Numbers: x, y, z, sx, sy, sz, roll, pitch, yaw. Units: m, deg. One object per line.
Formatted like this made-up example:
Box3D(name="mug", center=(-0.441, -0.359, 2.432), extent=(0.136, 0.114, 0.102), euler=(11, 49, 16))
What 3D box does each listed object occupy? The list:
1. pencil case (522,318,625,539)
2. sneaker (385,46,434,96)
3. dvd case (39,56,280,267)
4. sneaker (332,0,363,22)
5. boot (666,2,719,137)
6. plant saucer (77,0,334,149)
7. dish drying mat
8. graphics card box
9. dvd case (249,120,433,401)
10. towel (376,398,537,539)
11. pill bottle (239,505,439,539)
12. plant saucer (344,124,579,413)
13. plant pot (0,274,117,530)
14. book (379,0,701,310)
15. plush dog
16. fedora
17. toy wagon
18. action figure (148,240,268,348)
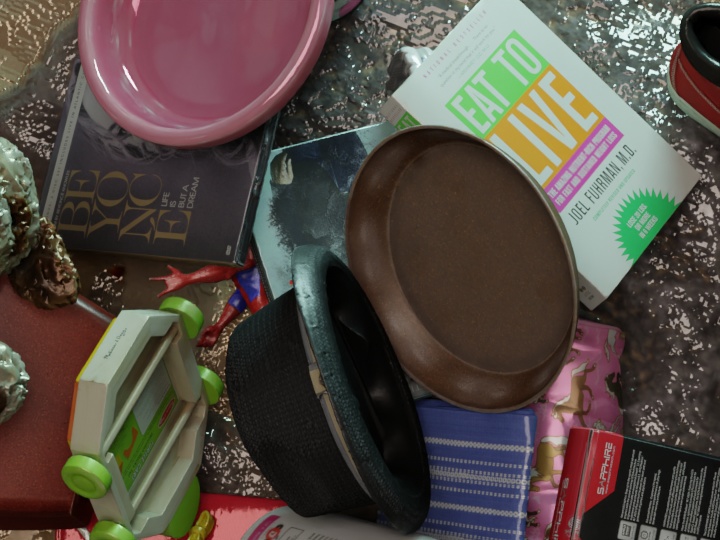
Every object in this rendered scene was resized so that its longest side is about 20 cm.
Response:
Box3D(name="pencil case", center=(0.135, 0.129, 1.347), extent=(0.082, 0.086, 0.202), euler=(0, 81, 40))
Box3D(name="sneaker", center=(0.084, -0.071, 1.378), extent=(0.081, 0.075, 0.202), euler=(-10, 77, -20))
Box3D(name="dvd case", center=(-0.148, -0.082, 1.400), extent=(0.199, 0.016, 0.150), euler=(5, 77, 36))
Box3D(name="sneaker", center=(-0.057, -0.284, 1.425), extent=(0.080, 0.086, 0.201), euler=(-35, 79, 1))
Box3D(name="boot", center=(0.298, -0.105, 1.319), extent=(0.199, 0.144, 0.073), euler=(34, 84, 9))
Box3D(name="plant saucer", center=(-0.102, -0.179, 1.352), extent=(0.199, 0.051, 0.203), euler=(-7, 75, 25))
Box3D(name="dish drying mat", center=(-0.126, 0.199, 1.408), extent=(0.198, 0.018, 0.078), euler=(4, 82, 9))
Box3D(name="graphics card box", center=(0.223, 0.185, 1.300), extent=(0.198, 0.051, 0.127), euler=(13, 84, -16))
Box3D(name="dvd case", center=(0.000, 0.000, 1.384), extent=(0.145, 0.022, 0.202), euler=(-15, 80, -19))
Box3D(name="towel", center=(0.063, 0.191, 1.339), extent=(0.144, 0.024, 0.202), euler=(-1, 82, 49))
Box3D(name="pill bottle", center=(0.010, 0.227, 1.289), extent=(0.199, 0.113, 0.115), euler=(6, 82, 49))
Box3D(name="plant saucer", center=(0.073, -0.004, 1.301), extent=(0.199, 0.034, 0.202), euler=(21, 123, 36))
Box3D(name="plant pot", center=(-0.260, 0.088, 1.354), extent=(0.175, 0.200, 0.202), euler=(14, 78, 1))
Box3D(name="book", center=(0.125, -0.085, 1.349), extent=(0.200, 0.048, 0.134), euler=(42, 58, -1))
Box3D(name="plush dog", center=(-0.272, -0.016, 1.226), extent=(0.172, 0.160, 0.201), euler=(-45, 121, -29))
Box3D(name="fedora", center=(-0.028, 0.088, 1.280), extent=(0.091, 0.200, 0.202), euler=(-21, 80, 14))
Box3D(name="toy wagon", center=(-0.144, 0.122, 1.327), extent=(0.039, 0.201, 0.156), euler=(10, 48, 21))
Box3D(name="action figure", center=(-0.083, 0.054, 1.393), extent=(0.098, 0.065, 0.202), euler=(-20, 80, -8))
